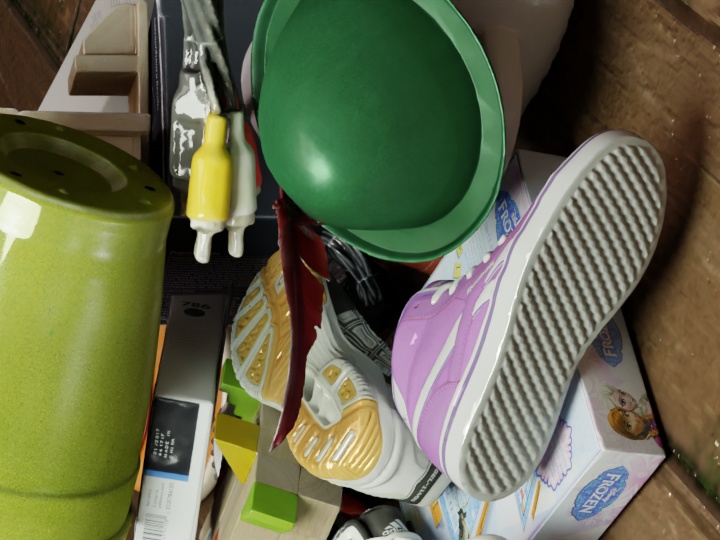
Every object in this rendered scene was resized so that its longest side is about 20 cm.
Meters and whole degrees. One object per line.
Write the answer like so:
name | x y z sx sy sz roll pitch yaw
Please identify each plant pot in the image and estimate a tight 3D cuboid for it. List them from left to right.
plant pot | -0.189 0.026 1.605 0.200 0.200 0.194 52 125 56

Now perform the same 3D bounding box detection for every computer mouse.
computer mouse | 0.000 0.000 1.703 0.059 0.034 0.200 51 175 7

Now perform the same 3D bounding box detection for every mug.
mug | 0.041 -0.116 1.611 0.175 0.147 0.201 -51 39 41

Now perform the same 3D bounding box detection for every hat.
hat | -0.036 -0.056 1.494 0.200 0.176 0.166 37 128 26

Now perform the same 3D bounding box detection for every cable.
cable | -0.071 -0.109 1.589 0.097 0.050 0.201 -49 -34 -64

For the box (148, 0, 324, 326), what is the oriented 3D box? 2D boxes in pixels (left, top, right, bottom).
box | -0.082 -0.066 1.834 0.200 0.107 0.149 114 155 -69

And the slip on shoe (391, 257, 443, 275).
slip on shoe | 0.015 -0.077 1.752 0.200 0.061 0.074 -107 33 -43

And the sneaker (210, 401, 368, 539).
sneaker | -0.031 0.144 1.798 0.093 0.070 0.200 -36 47 33

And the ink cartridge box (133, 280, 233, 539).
ink cartridge box | -0.103 0.082 1.736 0.200 0.039 0.100 -85 3 -71

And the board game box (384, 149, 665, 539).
board game box | 0.079 0.075 1.601 0.200 0.041 0.201 -56 36 43

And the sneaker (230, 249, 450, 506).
sneaker | -0.008 0.064 1.634 0.076 0.087 0.200 -51 35 19

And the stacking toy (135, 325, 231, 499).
stacking toy | -0.190 0.078 1.968 0.146 0.199 0.147 -27 59 59

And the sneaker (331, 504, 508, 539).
sneaker | 0.022 0.162 1.562 0.201 0.075 0.116 126 140 -49

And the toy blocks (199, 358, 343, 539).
toy blocks | -0.053 0.131 1.692 0.200 0.100 0.137 -84 15 -56

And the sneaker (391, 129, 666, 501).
sneaker | 0.073 0.004 1.509 0.201 0.072 0.114 -61 35 12

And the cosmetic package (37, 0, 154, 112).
cosmetic package | -0.141 -0.126 2.031 0.200 0.107 0.085 -58 36 43

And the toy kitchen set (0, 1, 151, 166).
toy kitchen set | -0.217 -0.080 1.786 0.200 0.180 0.164 133 137 -77
